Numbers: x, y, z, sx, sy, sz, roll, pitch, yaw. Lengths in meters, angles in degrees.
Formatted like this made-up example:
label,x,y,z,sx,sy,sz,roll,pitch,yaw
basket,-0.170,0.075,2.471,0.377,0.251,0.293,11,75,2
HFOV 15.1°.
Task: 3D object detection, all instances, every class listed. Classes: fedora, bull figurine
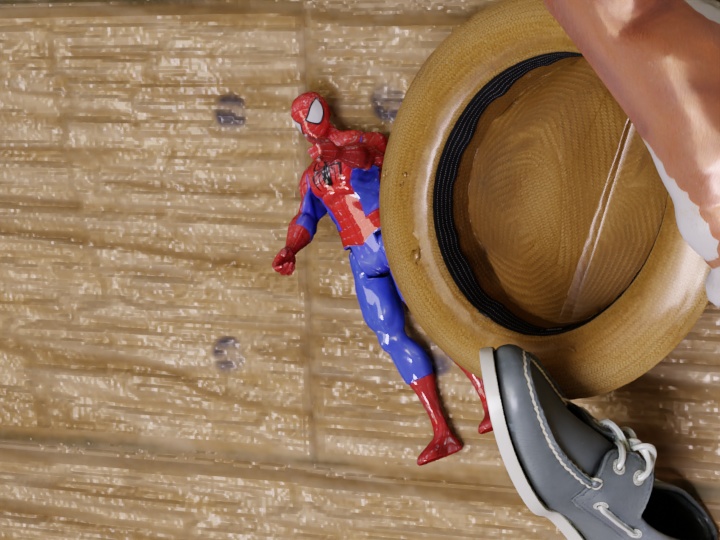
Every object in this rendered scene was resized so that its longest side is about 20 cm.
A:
label,x,y,z,sx,sy,sz,roll,pitch,yaw
fedora,0.106,-0.038,1.311,0.200,0.082,0.201,4,98,29
bull figurine,0.165,-0.079,1.202,0.121,0.065,0.200,-34,83,1

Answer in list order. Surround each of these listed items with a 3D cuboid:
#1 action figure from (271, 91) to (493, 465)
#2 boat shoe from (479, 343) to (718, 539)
label,x,y,z,sx,sy,sz,roll,pitch,yaw
action figure,0.000,0.000,1.374,0.065,0.099,0.200,-30,79,29
boat shoe,0.113,0.090,1.280,0.062,0.200,0.073,-19,49,16
